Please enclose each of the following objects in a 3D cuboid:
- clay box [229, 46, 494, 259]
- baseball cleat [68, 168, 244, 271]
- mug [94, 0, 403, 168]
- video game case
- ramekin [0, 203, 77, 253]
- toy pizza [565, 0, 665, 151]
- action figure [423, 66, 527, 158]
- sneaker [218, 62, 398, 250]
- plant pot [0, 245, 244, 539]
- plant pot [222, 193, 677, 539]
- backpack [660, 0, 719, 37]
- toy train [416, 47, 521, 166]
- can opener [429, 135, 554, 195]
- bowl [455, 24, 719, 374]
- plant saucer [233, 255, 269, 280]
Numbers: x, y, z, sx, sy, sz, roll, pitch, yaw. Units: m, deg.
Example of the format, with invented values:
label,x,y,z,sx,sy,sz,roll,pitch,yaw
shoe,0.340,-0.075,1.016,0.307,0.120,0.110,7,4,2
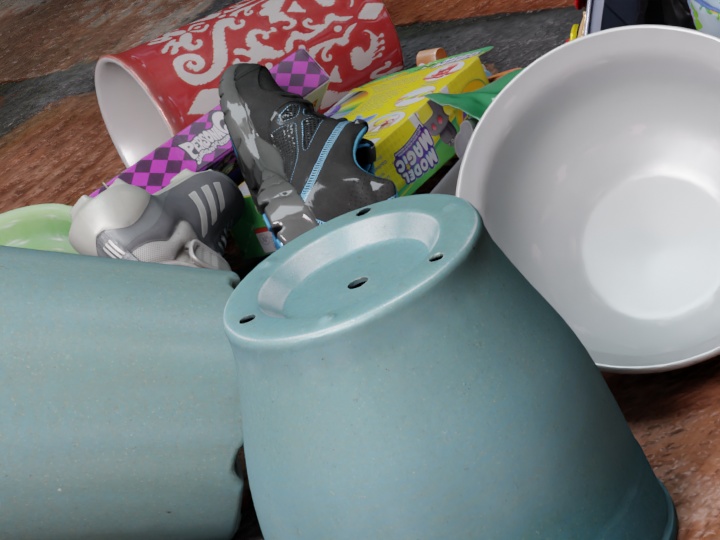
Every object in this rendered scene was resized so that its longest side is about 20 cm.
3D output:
label,x,y,z,sx,sy,sz,roll,pitch,yaw
clay box,0.008,-0.080,1.763,0.114,0.048,0.200,-11,21,41
baseball cleat,-0.105,-0.008,1.619,0.070,0.106,0.200,-49,-14,20
mug,-0.088,-0.144,2.002,0.199,0.134,0.177,-29,24,-20
video game case,-0.118,-0.044,1.795,0.200,0.036,0.181,-37,-13,-29
ramekin,-0.220,0.062,1.661,0.199,0.098,0.201,-24,33,16
toy pizza,0.150,-0.142,1.590,0.032,0.201,0.200,8,33,19
action figure,0.155,-0.109,1.737,0.199,0.055,0.118,-21,41,-30
sneaker,-0.032,-0.067,1.640,0.081,0.073,0.200,-23,41,-3
plant pot,-0.163,0.072,1.464,0.195,0.202,0.200,2,20,-7
plant pot,0.028,0.075,1.294,0.199,0.189,0.200,-21,22,9
backpack,0.283,-0.135,1.575,0.199,0.164,0.154,-6,36,24
toy train,0.084,-0.126,1.874,0.199,0.056,0.150,-2,31,45
can opener,0.046,-0.001,1.550,0.200,0.053,0.067,-53,55,17
bowl,0.157,-0.025,1.466,0.200,0.090,0.202,-5,67,12
plant saucer,-0.094,0.021,1.744,0.199,0.019,0.070,-31,10,-3
